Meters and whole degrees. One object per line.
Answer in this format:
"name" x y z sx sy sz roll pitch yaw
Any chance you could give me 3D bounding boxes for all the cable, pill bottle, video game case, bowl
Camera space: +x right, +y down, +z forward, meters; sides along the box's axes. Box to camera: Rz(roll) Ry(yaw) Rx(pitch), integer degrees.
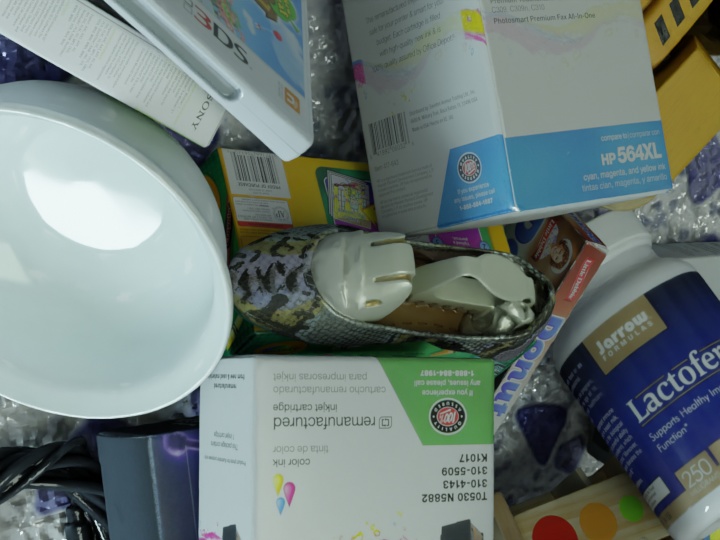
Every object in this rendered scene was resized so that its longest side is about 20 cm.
"cable" -0.203 0.192 0.904 0.162 0.051 0.202 29 91 -36
"pill bottle" 0.197 0.065 1.000 0.115 0.201 0.116 -30 161 -12
"video game case" -0.089 -0.175 0.760 0.022 0.202 0.182 -31 129 24
"bowl" -0.151 -0.025 0.805 0.198 0.091 0.203 8 131 9

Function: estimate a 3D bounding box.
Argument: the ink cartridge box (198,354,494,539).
"ink cartridge box" -0.007 0.147 0.812 0.143 0.084 0.203 2 86 -26

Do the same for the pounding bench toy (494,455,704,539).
"pounding bench toy" 0.154 0.244 1.032 0.154 0.202 0.124 -16 160 -25

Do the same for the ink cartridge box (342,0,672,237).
"ink cartridge box" 0.078 -0.130 0.871 0.124 0.128 0.203 -8 89 -34

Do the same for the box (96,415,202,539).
"box" -0.042 0.154 0.900 0.198 0.104 0.150 -8 89 -27

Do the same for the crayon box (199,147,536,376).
"crayon box" 0.000 0.000 0.909 0.198 0.120 0.058 4 149 -32

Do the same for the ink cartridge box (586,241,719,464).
"ink cartridge box" 0.268 0.059 1.142 0.197 0.057 0.165 -1 108 -26

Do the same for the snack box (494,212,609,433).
"snack box" 0.084 0.048 0.981 0.024 0.072 0.201 15 114 -35

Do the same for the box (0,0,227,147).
"box" -0.169 -0.135 0.744 0.199 0.144 0.037 30 94 -36

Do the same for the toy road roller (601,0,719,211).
"toy road roller" 0.167 -0.151 0.962 0.146 0.123 0.200 44 83 -20

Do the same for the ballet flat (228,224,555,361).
"ballet flat" 0.025 0.006 0.835 0.198 0.072 0.073 8 104 -29

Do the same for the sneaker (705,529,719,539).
"sneaker" 0.237 0.260 1.193 0.077 0.066 0.203 -12 114 -14
